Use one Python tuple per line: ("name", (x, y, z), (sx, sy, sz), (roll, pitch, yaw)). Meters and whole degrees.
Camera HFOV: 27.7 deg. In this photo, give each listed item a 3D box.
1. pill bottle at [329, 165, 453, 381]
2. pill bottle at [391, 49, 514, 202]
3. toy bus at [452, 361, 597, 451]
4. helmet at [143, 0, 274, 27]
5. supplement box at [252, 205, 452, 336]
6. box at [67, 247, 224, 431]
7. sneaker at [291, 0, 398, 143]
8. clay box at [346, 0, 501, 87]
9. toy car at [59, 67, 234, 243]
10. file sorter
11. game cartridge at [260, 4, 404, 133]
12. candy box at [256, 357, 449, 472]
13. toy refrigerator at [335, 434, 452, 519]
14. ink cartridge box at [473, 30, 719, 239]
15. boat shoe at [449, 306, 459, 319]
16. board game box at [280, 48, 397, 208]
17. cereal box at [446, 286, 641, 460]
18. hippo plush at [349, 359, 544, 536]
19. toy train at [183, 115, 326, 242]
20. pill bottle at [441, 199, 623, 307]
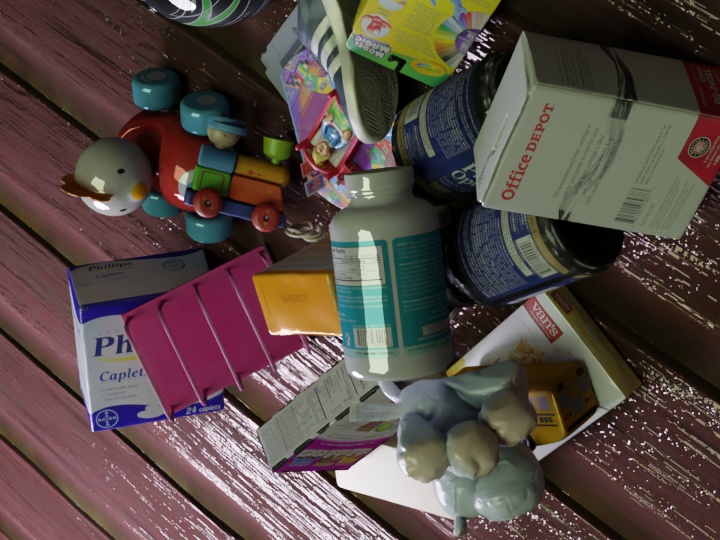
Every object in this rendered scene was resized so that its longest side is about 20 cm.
("pill bottle", (0.029, 0.001, 1.438), (0.110, 0.110, 0.203), (1, 100, 45))
("pill bottle", (0.129, -0.147, 1.422), (0.199, 0.111, 0.113), (-24, 96, 50))
("toy bus", (0.152, 0.145, 1.550), (0.199, 0.065, 0.079), (-6, 109, 47))
("helmet", (-0.157, -0.351, 1.530), (0.199, 0.200, 0.192), (28, 154, 30))
("supplement box", (0.000, 0.000, 1.574), (0.125, 0.199, 0.074), (-2, 111, 47))
("box", (-0.279, 0.091, 1.911), (0.105, 0.182, 0.202), (-119, 24, -55))
("sneaker", (-0.023, -0.227, 1.509), (0.084, 0.075, 0.202), (-7, 99, 44))
("clay box", (0.073, -0.273, 1.409), (0.114, 0.048, 0.200), (23, 138, -13))
("toy car", (-0.268, -0.116, 1.772), (0.176, 0.199, 0.186), (28, 132, 35))
("file sorter", (-0.174, 0.079, 1.774), (0.140, 0.198, 0.125), (64, 176, -8))
("game cartridge", (-0.025, -0.236, 1.584), (0.134, 0.041, 0.200), (56, 140, 8))
("candy box", (-0.006, 0.159, 1.676), (0.200, 0.136, 0.061), (-40, 61, 32))
("toy refrigerator", (0.061, 0.234, 1.759), (0.199, 0.070, 0.077), (7, 111, 42))
("ink cartridge box", (0.213, -0.118, 1.289), (0.084, 0.198, 0.146), (-94, 18, -44))
("boat shoe", (0.029, 0.039, 1.667), (0.199, 0.075, 0.061), (-7, 114, 46))
("board game box", (-0.026, -0.142, 1.586), (0.157, 0.039, 0.202), (8, 123, 40))
("cereal box", (0.193, 0.115, 1.572), (0.144, 0.039, 0.200), (52, 139, 8))
("hippo plush", (0.099, 0.197, 1.464), (0.198, 0.160, 0.162), (-6, 120, 26))
("toy train", (-0.100, -0.105, 1.711), (0.085, 0.198, 0.117), (-129, 53, -79))
("pill bottle", (0.156, -0.028, 1.456), (0.199, 0.111, 0.113), (-23, 97, 49))
